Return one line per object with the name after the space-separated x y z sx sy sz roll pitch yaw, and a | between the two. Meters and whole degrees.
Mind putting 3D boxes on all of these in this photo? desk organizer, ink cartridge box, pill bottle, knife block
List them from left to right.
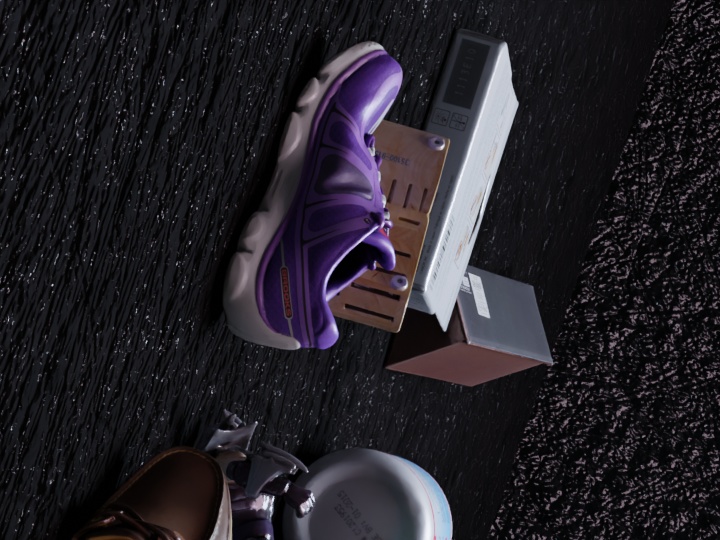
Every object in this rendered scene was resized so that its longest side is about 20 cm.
0.000 0.000 1.782 0.176 0.064 0.200 105 0 -48 | knife block
0.010 0.186 2.118 0.200 0.108 0.109 33 74 -80 | pill bottle
0.068 -0.065 2.217 0.174 0.043 0.200 65 43 -78 | ink cartridge box
0.083 0.046 2.397 0.200 0.077 0.072 16 57 -66 | desk organizer

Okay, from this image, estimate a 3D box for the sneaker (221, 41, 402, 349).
-0.012 -0.037 1.654 0.081 0.083 0.200 91 18 -62 | sneaker

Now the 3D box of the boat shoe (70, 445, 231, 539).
-0.111 0.150 1.433 0.200 0.072 0.068 -59 165 -49 | boat shoe

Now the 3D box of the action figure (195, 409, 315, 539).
-0.056 0.165 1.630 0.130 0.069 0.200 92 -15 -58 | action figure
